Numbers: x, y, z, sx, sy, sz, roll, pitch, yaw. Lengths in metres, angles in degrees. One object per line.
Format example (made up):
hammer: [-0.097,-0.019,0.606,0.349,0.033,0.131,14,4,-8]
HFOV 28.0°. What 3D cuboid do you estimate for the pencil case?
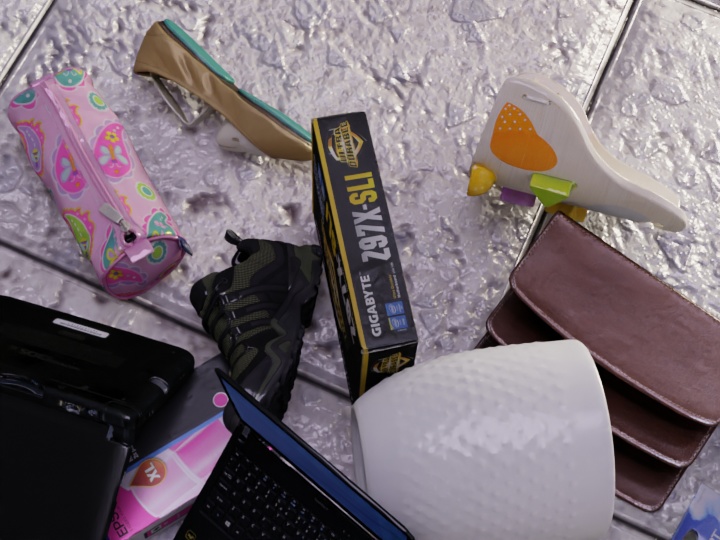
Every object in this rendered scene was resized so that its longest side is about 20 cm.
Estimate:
pencil case: [-0.221,-0.075,1.217,0.087,0.088,0.201,-26,68,-14]

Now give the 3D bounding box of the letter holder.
letter holder: [0.195,0.078,1.158,0.199,0.101,0.143,35,70,13]

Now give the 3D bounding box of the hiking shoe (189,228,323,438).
hiking shoe: [-0.094,0.051,1.155,0.099,0.076,0.201,13,43,2]

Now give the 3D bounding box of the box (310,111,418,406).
box: [0.000,0.000,1.151,0.049,0.160,0.203,-9,66,-8]

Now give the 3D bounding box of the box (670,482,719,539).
box: [0.316,0.269,1.103,0.199,0.048,0.122,32,67,12]

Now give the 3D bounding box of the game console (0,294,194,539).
game console: [-0.253,0.122,1.130,0.197,0.118,0.176,15,27,15]

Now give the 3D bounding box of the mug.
mug: [0.084,0.157,1.077,0.172,0.203,0.148,-5,28,-6]

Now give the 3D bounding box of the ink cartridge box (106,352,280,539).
ink cartridge box: [-0.169,0.156,1.141,0.198,0.037,0.095,-31,70,-14]

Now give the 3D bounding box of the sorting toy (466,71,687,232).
sorting toy: [0.188,-0.083,1.203,0.178,0.200,0.108,24,102,5]

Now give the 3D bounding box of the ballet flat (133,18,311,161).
ballet flat: [-0.120,-0.142,1.275,0.199,0.069,0.063,40,97,17]

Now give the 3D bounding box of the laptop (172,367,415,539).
laptop: [-0.057,0.191,1.015,0.177,0.103,0.201,38,111,18]

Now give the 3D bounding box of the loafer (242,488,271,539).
loafer: [-0.016,0.231,1.092,0.200,0.071,0.068,36,71,13]
